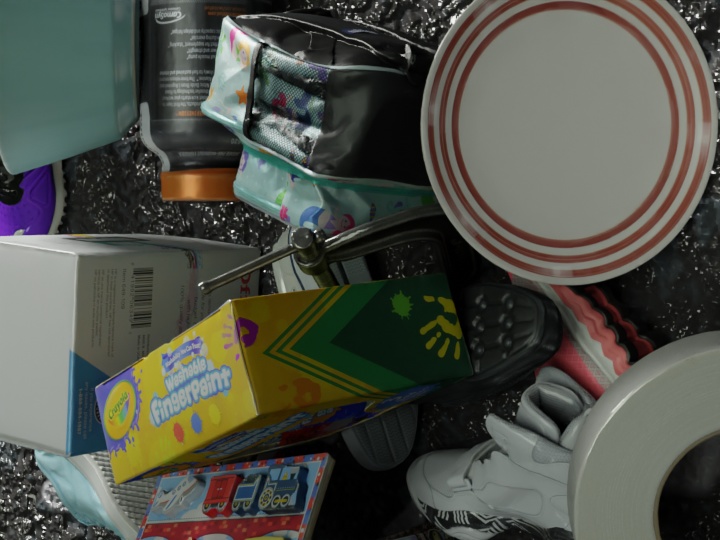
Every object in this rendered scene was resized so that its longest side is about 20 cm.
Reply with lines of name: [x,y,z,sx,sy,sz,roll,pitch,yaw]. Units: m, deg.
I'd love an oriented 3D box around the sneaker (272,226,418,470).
sneaker: [-0.012,0.054,1.013,0.071,0.072,0.202,-29,74,59]

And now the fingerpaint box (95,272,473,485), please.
fingerpaint box: [-0.054,0.074,0.871,0.200,0.166,0.074,-30,71,50]

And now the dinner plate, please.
dinner plate: [0.132,-0.092,0.851,0.024,0.198,0.202,-160,73,-76]

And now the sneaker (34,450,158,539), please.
sneaker: [-0.213,0.194,1.158,0.200,0.074,0.082,43,130,31]

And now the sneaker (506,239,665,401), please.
sneaker: [0.134,0.043,0.895,0.087,0.073,0.201,-50,63,32]

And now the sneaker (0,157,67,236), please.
sneaker: [-0.313,-0.108,1.190,0.069,0.099,0.202,18,101,36]

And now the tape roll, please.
tape roll: [0.222,0.136,0.791,0.201,0.037,0.205,0,103,1]

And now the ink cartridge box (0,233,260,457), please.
ink cartridge box: [-0.197,0.050,1.054,0.145,0.199,0.148,7,96,36]

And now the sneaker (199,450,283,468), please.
sneaker: [-0.111,0.158,1.039,0.067,0.107,0.203,40,123,29]

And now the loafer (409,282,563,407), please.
loafer: [0.078,0.054,0.903,0.200,0.070,0.069,-26,54,59]

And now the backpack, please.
backpack: [-0.012,-0.106,0.931,0.200,0.176,0.152,35,114,43]

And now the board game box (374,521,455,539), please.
board game box: [-0.030,0.264,0.942,0.159,0.199,0.098,-34,73,32]

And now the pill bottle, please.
pill bottle: [-0.121,-0.154,1.049,0.105,0.106,0.202,2,92,35]

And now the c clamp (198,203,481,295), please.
c clamp: [0.000,0.000,0.901,0.170,0.200,0.027,-23,69,7]

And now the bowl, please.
bowl: [-0.226,-0.176,1.057,0.104,0.201,0.203,0,93,-5]

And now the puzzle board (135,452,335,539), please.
puzzle board: [-0.105,0.197,0.884,0.199,0.017,0.152,-16,48,48]

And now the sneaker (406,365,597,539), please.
sneaker: [0.101,0.121,0.887,0.199,0.075,0.116,8,123,46]
